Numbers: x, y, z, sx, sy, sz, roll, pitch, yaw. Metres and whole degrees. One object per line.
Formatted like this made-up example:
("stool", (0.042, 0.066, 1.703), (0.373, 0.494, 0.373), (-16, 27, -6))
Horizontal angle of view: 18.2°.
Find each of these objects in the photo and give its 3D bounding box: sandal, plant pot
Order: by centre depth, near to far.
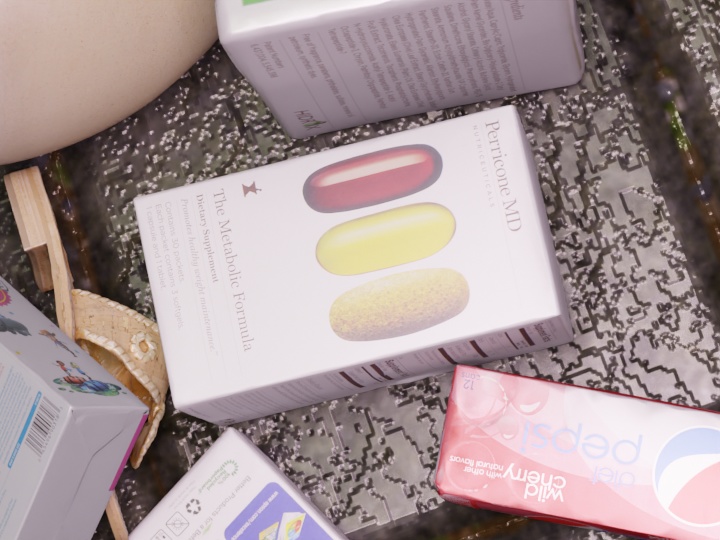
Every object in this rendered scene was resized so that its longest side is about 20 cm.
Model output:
("plant pot", (-0.143, -0.162, 1.178), (0.133, 0.200, 0.202), (-7, 79, -15))
("sandal", (-0.128, 0.034, 1.192), (0.069, 0.078, 0.213), (-17, 70, -7))

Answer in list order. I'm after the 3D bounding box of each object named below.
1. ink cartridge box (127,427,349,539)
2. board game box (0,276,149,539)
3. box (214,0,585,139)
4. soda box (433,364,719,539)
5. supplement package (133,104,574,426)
("ink cartridge box", (-0.029, 0.184, 1.171), (0.200, 0.037, 0.095), (44, 90, 15))
("board game box", (-0.216, 0.076, 1.153), (0.200, 0.064, 0.148), (37, 110, 30))
("box", (0.013, -0.196, 1.138), (0.170, 0.200, 0.201), (-10, 79, 6))
("soda box", (0.141, 0.100, 1.141), (0.198, 0.063, 0.071), (10, 83, 10))
("supplement package", (0.000, 0.000, 1.156), (0.198, 0.110, 0.115), (-14, 80, 7))
